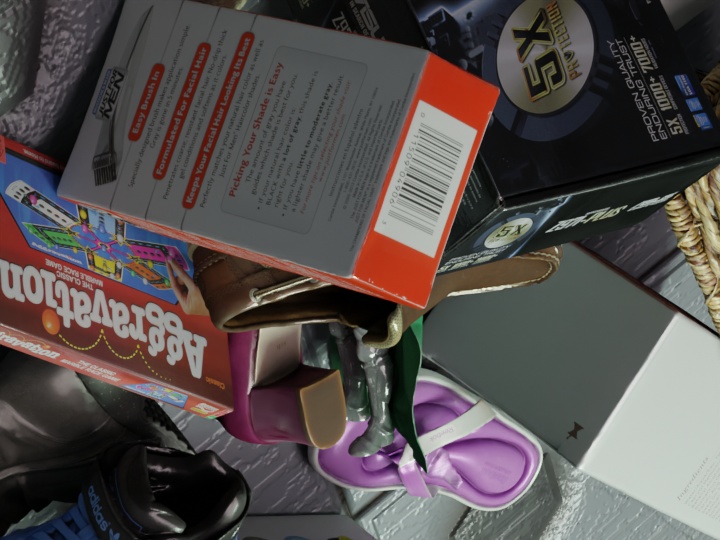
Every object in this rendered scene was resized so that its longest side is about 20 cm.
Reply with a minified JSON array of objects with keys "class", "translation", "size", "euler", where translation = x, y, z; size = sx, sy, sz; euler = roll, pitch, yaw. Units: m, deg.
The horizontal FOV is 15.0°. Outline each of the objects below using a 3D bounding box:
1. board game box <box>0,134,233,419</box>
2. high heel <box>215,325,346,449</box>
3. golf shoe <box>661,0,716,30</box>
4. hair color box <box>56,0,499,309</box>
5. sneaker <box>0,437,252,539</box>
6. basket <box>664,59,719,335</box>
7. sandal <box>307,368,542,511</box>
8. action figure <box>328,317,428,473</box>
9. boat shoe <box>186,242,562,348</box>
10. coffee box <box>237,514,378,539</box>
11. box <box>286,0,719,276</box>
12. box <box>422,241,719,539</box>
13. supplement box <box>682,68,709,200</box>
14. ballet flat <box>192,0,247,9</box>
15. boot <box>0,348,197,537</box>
[{"class":"board game box","translation":[-0.134,0.002,1.349],"size":[0.019,0.103,0.200],"euler":[-20,154,31]},{"class":"high heel","translation":[-0.063,-0.001,1.463],"size":[0.067,0.096,0.200],"euler":[-15,106,-42]},{"class":"golf shoe","translation":[0.231,-0.206,1.564],"size":[0.200,0.091,0.075],"euler":[-49,142,-4]},{"class":"hair color box","translation":[-0.042,-0.060,1.293],"size":[0.064,0.200,0.111],"euler":[24,84,-50]},{"class":"sneaker","translation":[-0.146,0.138,1.362],"size":[0.200,0.077,0.111],"euler":[-7,141,-31]},{"class":"basket","translation":[0.258,-0.047,1.544],"size":[0.149,0.143,0.200],"euler":[-17,127,18]},{"class":"sandal","translation":[0.051,0.107,1.636],"size":[0.202,0.050,0.083],"euler":[13,107,-48]},{"class":"action figure","translation":[0.000,0.000,1.485],"size":[0.055,0.118,0.200],"euler":[-14,118,-26]},{"class":"boat shoe","translation":[0.011,0.006,1.391],"size":[0.202,0.075,0.075],"euler":[-1,154,-18]},{"class":"coffee box","translation":[-0.045,0.271,1.537],"size":[0.198,0.200,0.200],"euler":[5,113,-47]},{"class":"box","translation":[0.068,-0.114,1.375],"size":[0.164,0.200,0.086],"euler":[-13,163,-38]},{"class":"box","translation":[0.157,0.063,1.630],"size":[0.200,0.152,0.106],"euler":[29,96,-51]},{"class":"supplement box","translation":[0.197,-0.081,1.603],"size":[0.200,0.109,0.061],"euler":[10,108,-49]},{"class":"ballet flat","translation":[-0.053,-0.201,1.306],"size":[0.067,0.062,0.200],"euler":[-19,129,-35]},{"class":"boot","translation":[-0.158,0.109,1.433],"size":[0.131,0.068,0.200],"euler":[-38,136,-4]}]
